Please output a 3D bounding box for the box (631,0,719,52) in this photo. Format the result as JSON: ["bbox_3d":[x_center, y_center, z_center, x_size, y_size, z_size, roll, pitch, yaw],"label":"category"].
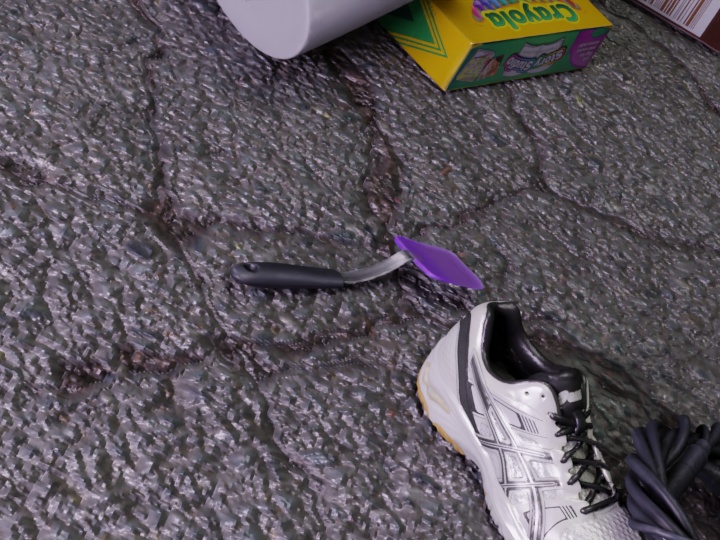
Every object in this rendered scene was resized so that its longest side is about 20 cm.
[{"bbox_3d":[0.351,-0.360,1.580,0.165,0.165,0.200,30,36,0],"label":"box"}]

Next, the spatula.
[{"bbox_3d":[0.000,0.000,1.030,0.199,0.021,0.057,-5,36,-35],"label":"spatula"}]

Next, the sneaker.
[{"bbox_3d":[0.112,0.105,0.930,0.075,0.088,0.200,-13,55,-45],"label":"sneaker"}]

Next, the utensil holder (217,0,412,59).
[{"bbox_3d":[-0.007,-0.273,1.180,0.199,0.170,0.170,-30,64,-26],"label":"utensil holder"}]

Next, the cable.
[{"bbox_3d":[0.225,0.153,0.935,0.199,0.051,0.164,18,40,-46],"label":"cable"}]

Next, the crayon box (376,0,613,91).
[{"bbox_3d":[0.096,-0.241,1.353,0.199,0.058,0.173,-16,56,-44],"label":"crayon box"}]
